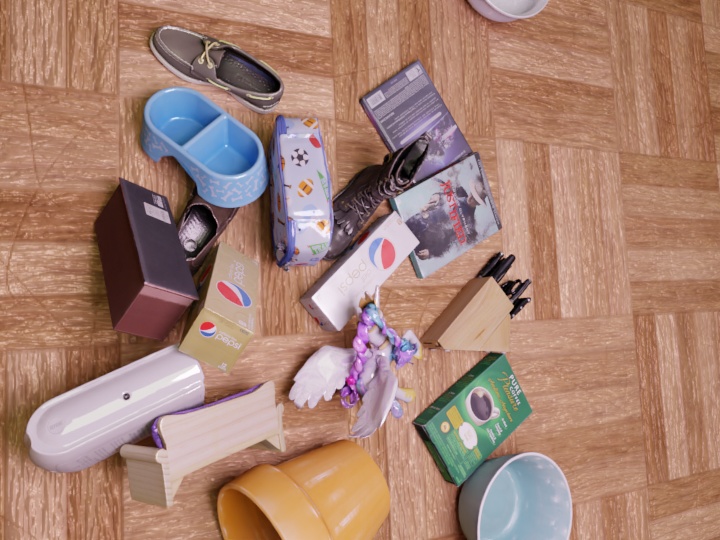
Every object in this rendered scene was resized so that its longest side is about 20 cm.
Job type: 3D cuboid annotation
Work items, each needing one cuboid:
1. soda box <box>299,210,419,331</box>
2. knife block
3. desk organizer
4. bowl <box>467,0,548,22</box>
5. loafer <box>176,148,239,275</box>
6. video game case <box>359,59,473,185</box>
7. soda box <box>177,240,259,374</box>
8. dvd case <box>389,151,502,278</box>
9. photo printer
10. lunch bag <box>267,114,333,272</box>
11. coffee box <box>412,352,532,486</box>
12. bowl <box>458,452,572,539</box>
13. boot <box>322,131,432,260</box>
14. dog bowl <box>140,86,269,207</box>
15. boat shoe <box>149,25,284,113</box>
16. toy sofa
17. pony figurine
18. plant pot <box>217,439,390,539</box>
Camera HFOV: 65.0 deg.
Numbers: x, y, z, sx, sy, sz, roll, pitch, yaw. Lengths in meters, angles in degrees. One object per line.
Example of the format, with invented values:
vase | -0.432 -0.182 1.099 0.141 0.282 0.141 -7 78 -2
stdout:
soda box | 0.000 0.000 0.878 0.068 0.063 0.200 48 67 -12
knife block | 0.201 0.049 0.966 0.195 0.064 0.181 5 82 -24
desk organizer | -0.272 -0.017 0.703 0.071 0.202 0.077 23 117 -45
bowl | 0.249 -0.542 1.037 0.196 0.090 0.208 2 84 -24
loafer | -0.206 -0.084 0.786 0.072 0.071 0.205 25 74 -20
video game case | 0.103 -0.241 0.976 0.142 0.019 0.202 -38 102 -23
soda box | -0.173 0.039 0.718 0.067 0.201 0.065 30 107 -19
dvd case | 0.151 -0.097 0.970 0.197 0.022 0.149 -29 106 -26
photo printer | -0.287 0.169 0.673 0.196 0.167 0.071 -25 76 -24
lunch bag | -0.091 -0.101 0.797 0.073 0.160 0.206 -2 82 -17
coffee box | 0.193 0.246 0.952 0.198 0.044 0.125 -36 100 -23
bowl | 0.238 0.390 0.921 0.196 0.104 0.207 1 87 -26
boot | 0.014 -0.111 0.834 0.069 0.173 0.203 37 71 -16
dog bowl | -0.210 -0.172 0.763 0.198 0.050 0.112 37 60 7
boat shoe | -0.203 -0.298 0.816 0.198 0.060 0.074 23 75 -21
toy sofa | -0.191 0.207 0.713 0.198 0.081 0.101 -9 91 -53
pony figurine | 0.014 0.145 0.816 0.196 0.164 0.201 -61 143 -17
plant pot | -0.062 0.329 0.756 0.181 0.198 0.205 -24 95 -40
